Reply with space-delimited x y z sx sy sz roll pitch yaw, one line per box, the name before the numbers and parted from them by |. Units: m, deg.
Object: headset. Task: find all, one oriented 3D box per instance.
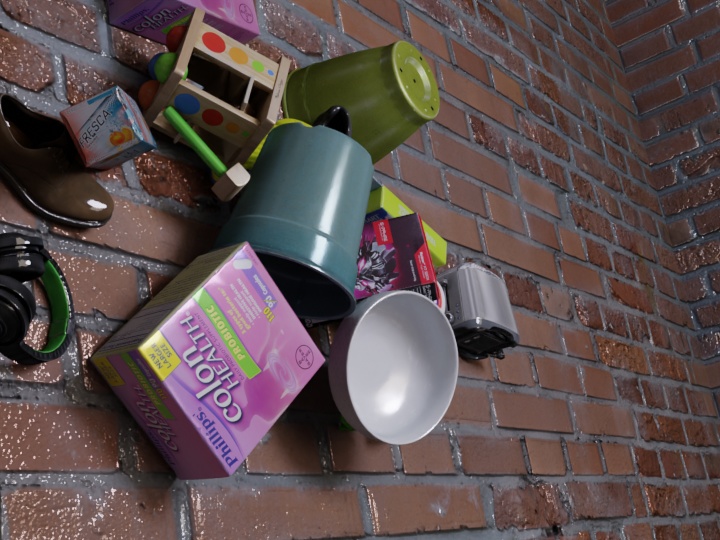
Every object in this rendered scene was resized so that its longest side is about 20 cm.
headset | -0.361 0.016 1.027 0.200 0.093 0.124 56 26 -49

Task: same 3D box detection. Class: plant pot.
plant pot | 0.013 -0.263 1.639 0.200 0.192 0.202 35 44 -42
plant pot | -0.076 -0.067 1.329 0.200 0.199 0.197 38 59 -41

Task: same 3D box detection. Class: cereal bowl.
cereal bowl | 0.033 0.125 1.380 0.199 0.083 0.202 -2 94 -39

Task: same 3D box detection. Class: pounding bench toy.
pounding bench toy | -0.197 -0.199 1.304 0.155 0.124 0.201 26 47 -21

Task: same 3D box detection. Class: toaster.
toaster | 0.196 0.071 1.804 0.199 0.113 0.130 22 51 -48

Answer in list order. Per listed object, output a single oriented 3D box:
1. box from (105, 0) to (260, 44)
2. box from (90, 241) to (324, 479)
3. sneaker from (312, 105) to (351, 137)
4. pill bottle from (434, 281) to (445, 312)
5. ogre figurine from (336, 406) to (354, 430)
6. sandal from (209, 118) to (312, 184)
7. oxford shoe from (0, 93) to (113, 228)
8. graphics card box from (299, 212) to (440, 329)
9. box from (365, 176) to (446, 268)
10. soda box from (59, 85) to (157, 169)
box | -0.247 -0.403 1.409 0.199 0.096 0.177 9 65 -55
box | -0.166 0.100 1.179 0.200 0.096 0.176 -48 114 -40
sneaker | -0.052 -0.146 1.514 0.075 0.091 0.202 7 80 -8
pill bottle | 0.034 0.038 1.570 0.200 0.112 0.113 21 55 -51
ogre figurine | 0.026 0.170 1.496 0.199 0.098 0.121 10 74 -42
sandal | -0.133 -0.146 1.460 0.200 0.079 0.088 -29 135 -48
oxford shoe | -0.331 -0.114 1.118 0.200 0.084 0.073 41 39 -41
graphics card box | 0.000 0.000 1.444 0.051 0.199 0.126 75 4 -55
box | 0.031 -0.057 1.611 0.200 0.121 0.048 39 43 -40
soda box | -0.273 -0.154 1.151 0.064 0.068 0.200 65 -5 -8
